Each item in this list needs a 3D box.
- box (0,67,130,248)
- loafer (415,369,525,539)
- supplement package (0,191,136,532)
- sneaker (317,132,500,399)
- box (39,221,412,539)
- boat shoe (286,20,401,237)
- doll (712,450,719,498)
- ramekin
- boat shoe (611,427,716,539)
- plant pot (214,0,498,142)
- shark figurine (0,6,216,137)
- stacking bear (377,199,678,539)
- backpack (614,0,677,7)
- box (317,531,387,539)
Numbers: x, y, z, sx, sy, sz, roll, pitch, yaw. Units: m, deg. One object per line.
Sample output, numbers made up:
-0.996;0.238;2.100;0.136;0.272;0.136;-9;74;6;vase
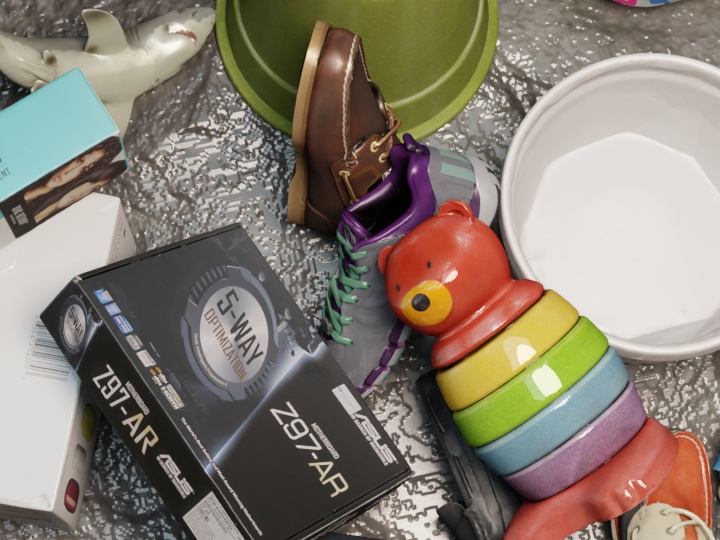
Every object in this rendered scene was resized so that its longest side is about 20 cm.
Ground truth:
-0.236;-0.039;1.099;0.200;0.082;0.049;-32;80;-9;box
0.085;0.154;1.188;0.070;0.068;0.201;-16;80;15;loafer
-0.240;0.050;1.174;0.155;0.111;0.201;10;76;1;supplement package
0.000;0.000;1.175;0.200;0.087;0.074;-57;41;14;sneaker
-0.078;0.077;1.119;0.200;0.044;0.160;55;36;11;box
-0.007;-0.085;1.173;0.070;0.200;0.071;16;65;6;boat shoe
0.300;0.129;1.205;0.136;0.048;0.200;-26;81;-9;doll
0.186;-0.032;1.214;0.199;0.105;0.201;0;76;-1;ramekin
0.195;0.187;1.163;0.071;0.063;0.201;20;62;-11;boat shoe
0.002;-0.200;1.206;0.199;0.190;0.201;1;76;-3;plant pot
-0.214;-0.155;1.234;0.089;0.214;0.128;43;110;45;shark figurine
0.090;0.054;1.110;0.200;0.121;0.114;53;38;-2;stacking bear
0.222;-0.283;1.262;0.200;0.151;0.178;-26;79;-3;backpack
-0.002;0.231;1.071;0.199;0.148;0.107;5;106;24;box
